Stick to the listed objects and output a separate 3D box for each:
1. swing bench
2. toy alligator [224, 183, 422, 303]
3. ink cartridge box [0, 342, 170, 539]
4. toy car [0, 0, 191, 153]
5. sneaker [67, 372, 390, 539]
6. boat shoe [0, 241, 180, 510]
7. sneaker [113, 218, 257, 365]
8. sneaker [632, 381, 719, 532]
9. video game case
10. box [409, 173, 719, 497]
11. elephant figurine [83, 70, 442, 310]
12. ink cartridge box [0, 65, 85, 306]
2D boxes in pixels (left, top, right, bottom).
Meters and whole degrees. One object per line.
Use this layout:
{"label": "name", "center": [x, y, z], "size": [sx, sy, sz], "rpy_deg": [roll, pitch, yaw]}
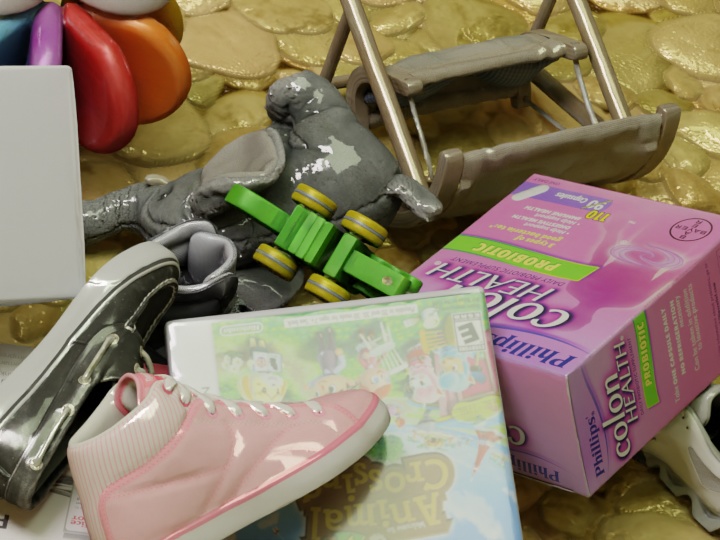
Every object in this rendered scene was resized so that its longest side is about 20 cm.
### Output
{"label": "swing bench", "center": [0.092, -0.123, 1.827], "size": [0.199, 0.130, 0.200], "rpy_deg": [-12, 55, -27]}
{"label": "toy alligator", "center": [0.000, 0.000, 1.602], "size": [0.200, 0.054, 0.059], "rpy_deg": [29, 85, 20]}
{"label": "ink cartridge box", "center": [-0.196, 0.147, 1.487], "size": [0.146, 0.083, 0.200], "rpy_deg": [8, 46, -2]}
{"label": "toy car", "center": [-0.213, -0.143, 1.722], "size": [0.200, 0.175, 0.150], "rpy_deg": [-2, 48, -18]}
{"label": "sneaker", "center": [-0.079, 0.090, 1.425], "size": [0.200, 0.075, 0.105], "rpy_deg": [-28, 98, -27]}
{"label": "boat shoe", "center": [-0.158, 0.065, 1.472], "size": [0.064, 0.071, 0.200], "rpy_deg": [27, 55, 18]}
{"label": "sneaker", "center": [-0.083, 0.031, 1.608], "size": [0.200, 0.114, 0.076], "rpy_deg": [4, 38, -30]}
{"label": "sneaker", "center": [0.213, 0.093, 1.668], "size": [0.200, 0.089, 0.074], "rpy_deg": [37, 49, 23]}
{"label": "video game case", "center": [-0.011, 0.107, 1.503], "size": [0.200, 0.022, 0.182], "rpy_deg": [-6, 71, -5]}
{"label": "box", "center": [0.132, 0.037, 1.635], "size": [0.176, 0.097, 0.200], "rpy_deg": [15, 41, 40]}
{"label": "elephant figurine", "center": [-0.081, -0.036, 1.698], "size": [0.200, 0.155, 0.142], "rpy_deg": [-30, 86, -29]}
{"label": "ink cartridge box", "center": [-0.273, -0.045, 1.546], "size": [0.145, 0.200, 0.145], "rpy_deg": [-4, 88, -26]}
